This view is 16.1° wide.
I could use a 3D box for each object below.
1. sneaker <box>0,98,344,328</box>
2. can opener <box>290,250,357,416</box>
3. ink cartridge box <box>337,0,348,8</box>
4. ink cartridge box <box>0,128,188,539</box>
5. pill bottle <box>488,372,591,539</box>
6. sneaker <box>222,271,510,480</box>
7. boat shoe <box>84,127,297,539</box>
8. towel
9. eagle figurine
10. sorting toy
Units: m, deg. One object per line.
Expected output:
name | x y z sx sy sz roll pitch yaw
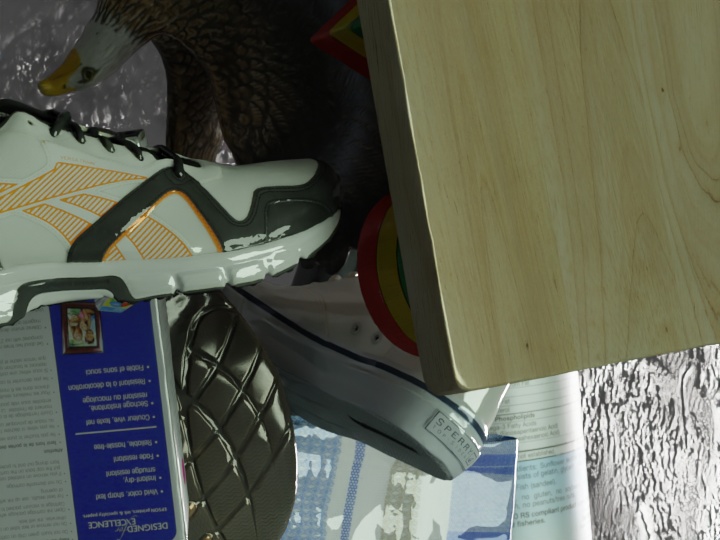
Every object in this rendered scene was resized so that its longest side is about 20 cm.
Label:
sneaker | -0.099 -0.027 0.944 0.199 0.074 0.080 -10 98 -23
can opener | 0.000 0.000 1.184 0.052 0.066 0.201 15 103 -27
ink cartridge box | 0.006 -0.178 1.111 0.082 0.146 0.201 -15 123 -34
ink cartridge box | -0.122 0.048 1.020 0.037 0.094 0.201 -86 170 -81
pill bottle | 0.056 0.061 1.281 0.109 0.108 0.201 -9 95 -56
sneaker | -0.001 0.031 1.114 0.071 0.200 0.073 -49 131 -14
boat shoe | -0.086 0.032 1.081 0.074 0.073 0.201 -24 101 -17
towel | -0.014 0.140 1.169 0.199 0.024 0.148 7 88 -31
eagle figurine | -0.069 -0.105 1.089 0.200 0.150 0.152 55 17 -22
sorting toy | 0.067 -0.059 1.023 0.198 0.069 0.201 -8 87 -43
